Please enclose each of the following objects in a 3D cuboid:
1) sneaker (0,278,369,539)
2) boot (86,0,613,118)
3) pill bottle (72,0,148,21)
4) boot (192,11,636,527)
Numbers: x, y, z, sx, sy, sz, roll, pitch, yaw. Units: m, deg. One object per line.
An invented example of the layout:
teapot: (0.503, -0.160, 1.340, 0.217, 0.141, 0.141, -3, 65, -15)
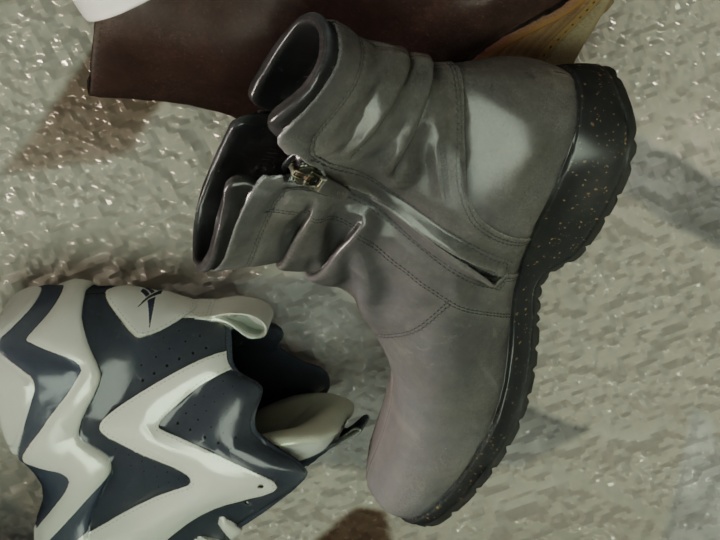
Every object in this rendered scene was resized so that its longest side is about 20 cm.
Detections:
sneaker: (-0.055, 0.091, 0.969, 0.129, 0.080, 0.200, -6, 111, 11)
boot: (0.004, -0.121, 0.851, 0.166, 0.072, 0.200, 13, 123, -11)
pill bottle: (-0.103, -0.181, 0.771, 0.112, 0.112, 0.200, -27, 106, 13)
boot: (0.000, 0.000, 0.874, 0.131, 0.070, 0.200, 6, 123, -22)
